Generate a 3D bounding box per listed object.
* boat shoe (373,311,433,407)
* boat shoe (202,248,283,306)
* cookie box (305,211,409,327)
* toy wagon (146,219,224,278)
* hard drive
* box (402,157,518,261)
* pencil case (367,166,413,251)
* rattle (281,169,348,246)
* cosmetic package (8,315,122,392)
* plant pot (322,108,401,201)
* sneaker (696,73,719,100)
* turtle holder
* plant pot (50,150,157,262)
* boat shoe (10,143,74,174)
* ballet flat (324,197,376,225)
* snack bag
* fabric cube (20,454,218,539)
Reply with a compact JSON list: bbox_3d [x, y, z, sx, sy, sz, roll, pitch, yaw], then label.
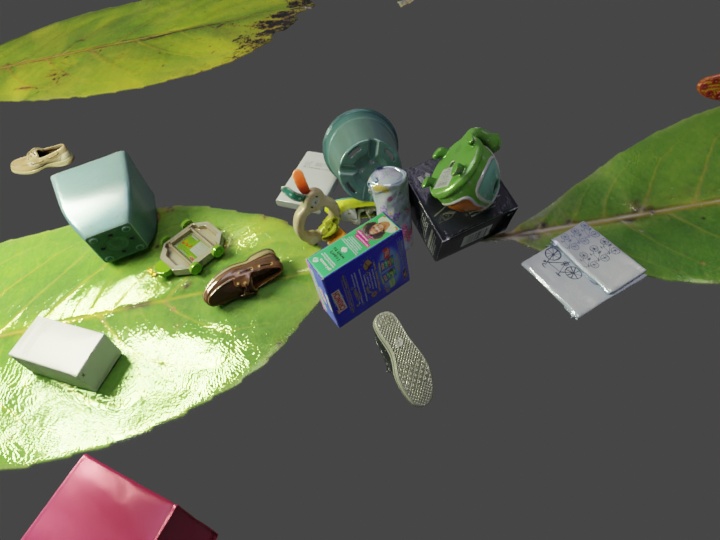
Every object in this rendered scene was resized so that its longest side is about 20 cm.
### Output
[{"bbox_3d":[0.084,0.177,1.073,0.074,0.062,0.201,-23,67,-14],"label":"boat shoe"},{"bbox_3d":[-0.270,0.023,1.251,0.199,0.072,0.068,-33,51,-18],"label":"boat shoe"},{"bbox_3d":[0.000,0.000,1.156,0.199,0.172,0.075,-33,51,-16],"label":"cookie box"},{"bbox_3d":[-0.443,-0.045,1.359,0.155,0.040,0.200,34,66,31],"label":"toy wagon"},{"bbox_3d":[-0.127,-0.241,1.462,0.130,0.027,0.201,13,55,19],"label":"hard drive"},{"bbox_3d":[0.218,-0.161,1.243,0.195,0.118,0.201,-23,70,-9],"label":"box"},{"bbox_3d":[0.071,-0.134,1.230,0.090,0.201,0.083,-32,43,-22],"label":"pencil case"},{"bbox_3d":[-0.095,-0.120,1.247,0.129,0.201,0.144,-19,51,-5],"label":"rattle"},{"bbox_3d":[-0.648,0.182,1.189,0.198,0.085,0.108,12,56,19],"label":"cosmetic package"},{"bbox_3d":[0.011,-0.270,1.309,0.198,0.202,0.197,-13,29,0],"label":"plant pot"},{"bbox_3d":[0.993,-0.500,1.442,0.197,0.074,0.077,-7,29,0],"label":"sneaker"},{"bbox_3d":[0.225,-0.207,1.136,0.141,0.131,0.187,-33,32,41],"label":"turtle holder"},{"bbox_3d":[-0.636,-0.142,1.383,0.194,0.197,0.201,-22,61,-8],"label":"plant pot"},{"bbox_3d":[-1.006,-0.355,1.691,0.198,0.065,0.072,-13,51,0],"label":"boat shoe"},{"bbox_3d":[0.009,-0.148,1.342,0.197,0.067,0.068,-8,64,3],"label":"ballet flat"},{"bbox_3d":[0.476,-0.007,1.168,0.199,0.022,0.189,-28,53,-12],"label":"snack bag"},{"bbox_3d":[-0.384,0.450,0.857,0.197,0.201,0.197,16,55,19],"label":"fabric cube"}]
